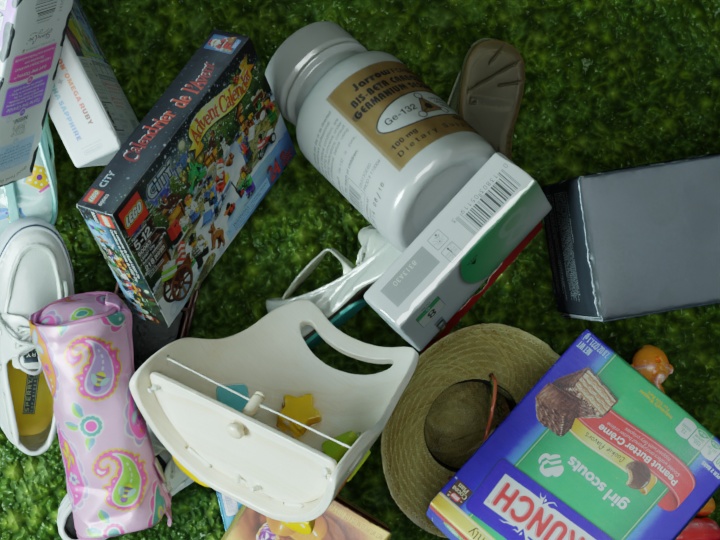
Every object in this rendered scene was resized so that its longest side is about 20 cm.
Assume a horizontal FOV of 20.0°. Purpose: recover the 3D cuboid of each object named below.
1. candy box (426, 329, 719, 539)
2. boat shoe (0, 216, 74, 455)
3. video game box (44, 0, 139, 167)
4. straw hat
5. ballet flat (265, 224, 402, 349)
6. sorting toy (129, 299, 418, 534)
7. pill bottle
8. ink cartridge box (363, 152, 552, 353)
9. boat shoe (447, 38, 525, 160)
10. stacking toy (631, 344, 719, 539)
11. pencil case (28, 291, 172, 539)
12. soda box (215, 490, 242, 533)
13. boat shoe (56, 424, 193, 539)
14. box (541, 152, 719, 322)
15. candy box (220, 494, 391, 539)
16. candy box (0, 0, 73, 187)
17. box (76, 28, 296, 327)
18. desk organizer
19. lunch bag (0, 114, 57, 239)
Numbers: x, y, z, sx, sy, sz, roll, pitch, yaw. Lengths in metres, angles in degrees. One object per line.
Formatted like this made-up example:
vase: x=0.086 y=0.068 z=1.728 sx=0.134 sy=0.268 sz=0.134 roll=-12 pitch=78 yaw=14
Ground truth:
candy box: x=0.180 y=0.178 z=1.672 sx=0.169 sy=0.077 sz=0.200 roll=40 pitch=79 yaw=12
boat shoe: x=-0.271 y=0.061 z=1.697 sx=0.074 sy=0.086 sz=0.202 roll=1 pitch=110 yaw=-21
video game box: x=-0.240 y=-0.173 z=1.666 sx=0.047 sy=0.200 sz=0.182 roll=-24 pitch=93 yaw=2
straw hat: x=0.087 y=0.130 z=1.753 sx=0.201 sy=0.085 sz=0.201 roll=-7 pitch=105 yaw=-26
ballet flat: x=0.000 y=0.000 z=1.738 sx=0.200 sy=0.069 sz=0.069 roll=-33 pitch=94 yaw=17
sorting toy: x=-0.048 y=0.101 z=1.648 sx=0.200 sy=0.107 sz=0.180 roll=24 pitch=53 yaw=26
pill bottle: x=0.012 y=-0.115 z=1.693 sx=0.114 sy=0.114 sz=0.200 roll=-43 pitch=59 yaw=-2
ink cartridge box: x=0.095 y=0.003 z=1.694 sx=0.050 sy=0.200 sz=0.161 roll=42 pitch=88 yaw=25
boat shoe: x=0.093 y=-0.101 z=1.769 sx=0.073 sy=0.063 sz=0.201 roll=9 pitch=98 yaw=-8
stacking toy: x=0.254 y=0.164 z=1.768 sx=0.116 sy=0.110 sz=0.200 roll=-1 pitch=80 yaw=-18
pencil case: x=-0.208 y=0.119 z=1.651 sx=0.087 sy=0.087 sz=0.200 roll=-12 pitch=105 yaw=-4
soda box: x=-0.072 y=0.272 z=1.755 sx=0.064 sy=0.068 sz=0.200 roll=-12 pitch=92 yaw=-3
boat shoe: x=-0.174 y=0.168 z=1.746 sx=0.200 sy=0.065 sz=0.074 roll=-44 pitch=94 yaw=-2
box: x=0.268 y=-0.031 z=1.707 sx=0.200 sy=0.197 sz=0.124 roll=-9 pitch=92 yaw=-4
candy box: x=-0.075 y=0.269 z=1.693 sx=0.117 sy=0.056 sz=0.200 roll=31 pitch=91 yaw=-4
candy box: x=-0.312 y=-0.184 z=1.551 sx=0.168 sy=0.072 sz=0.200 roll=31 pitch=123 yaw=20
box: x=-0.134 y=-0.074 z=1.630 sx=0.038 sy=0.137 sz=0.200 roll=16 pitch=57 yaw=30
desk organizer: x=-0.168 y=-0.004 z=1.737 sx=0.072 sy=0.077 sz=0.200 roll=14 pitch=90 yaw=-4
lunch bag: x=-0.334 y=-0.114 z=1.709 sx=0.160 sy=0.077 sz=0.200 roll=-9 pitch=104 yaw=-2
